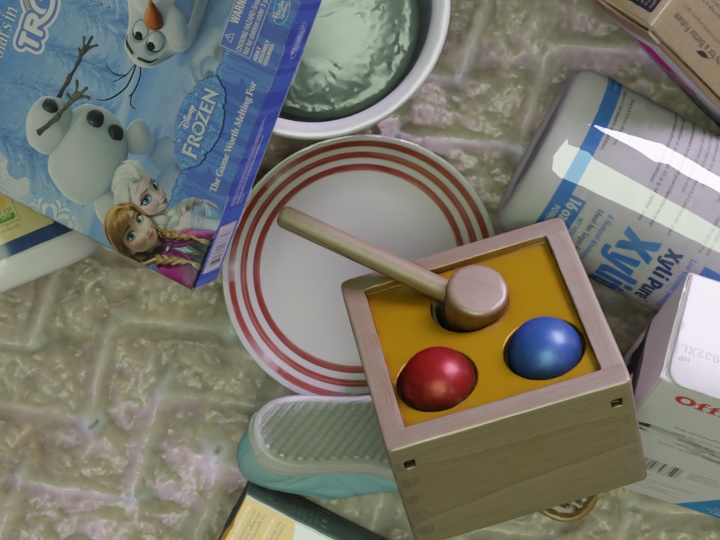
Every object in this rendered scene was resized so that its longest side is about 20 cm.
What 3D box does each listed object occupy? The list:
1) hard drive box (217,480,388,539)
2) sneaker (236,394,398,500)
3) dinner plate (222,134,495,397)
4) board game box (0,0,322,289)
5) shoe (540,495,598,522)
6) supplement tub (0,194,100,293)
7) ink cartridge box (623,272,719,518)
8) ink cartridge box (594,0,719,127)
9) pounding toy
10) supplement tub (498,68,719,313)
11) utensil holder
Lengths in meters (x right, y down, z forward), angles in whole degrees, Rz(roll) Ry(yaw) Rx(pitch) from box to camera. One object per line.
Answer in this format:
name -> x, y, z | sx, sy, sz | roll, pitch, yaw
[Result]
hard drive box -> -0.026, 0.263, 1.345 | 0.200, 0.077, 0.156 | 26, 95, -2
sneaker -> 0.005, 0.131, 1.346 | 0.200, 0.082, 0.074 | 10, 63, -19
dinner plate -> 0.000, 0.000, 1.339 | 0.200, 0.024, 0.200 | -2, 104, -8
board game box -> -0.148, -0.120, 1.147 | 0.199, 0.043, 0.200 | 26, 108, 13
shoe -> 0.089, 0.101, 1.328 | 0.070, 0.053, 0.200 | -41, 86, -3
supplement tub -> -0.278, -0.080, 1.285 | 0.144, 0.144, 0.200 | -22, 94, 2
ink cartridge box -> 0.252, 0.095, 1.264 | 0.145, 0.200, 0.084 | 18, 65, -1
ink cartridge box -> 0.267, -0.193, 1.256 | 0.165, 0.075, 0.200 | -52, 137, 4
pounding toy -> 0.063, 0.046, 1.217 | 0.184, 0.200, 0.142 | -17, 134, 0
supplement tub -> 0.209, -0.041, 1.294 | 0.200, 0.132, 0.132 | 28, 94, -1
utensil holder -> -0.028, -0.172, 1.250 | 0.170, 0.200, 0.170 | 0, 94, 1
